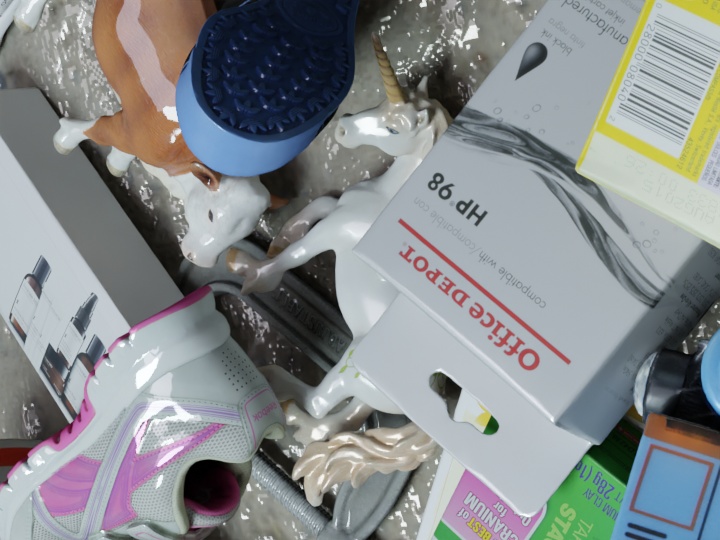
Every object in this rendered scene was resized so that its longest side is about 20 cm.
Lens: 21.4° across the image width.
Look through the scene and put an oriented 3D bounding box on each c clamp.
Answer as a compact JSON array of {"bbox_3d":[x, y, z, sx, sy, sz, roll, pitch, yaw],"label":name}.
[{"bbox_3d":[-0.043,0.086,0.983,0.200,0.027,0.171,44,125,23],"label":"c clamp"}]

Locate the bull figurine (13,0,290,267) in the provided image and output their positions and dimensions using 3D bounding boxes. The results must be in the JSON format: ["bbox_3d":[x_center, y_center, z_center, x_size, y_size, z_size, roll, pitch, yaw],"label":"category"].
[{"bbox_3d":[-0.106,-0.100,0.957,0.121,0.065,0.202,-8,96,38],"label":"bull figurine"}]

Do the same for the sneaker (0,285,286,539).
[{"bbox_3d":[-0.106,0.100,0.909,0.088,0.081,0.200,48,131,9],"label":"sneaker"}]

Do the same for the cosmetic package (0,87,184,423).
[{"bbox_3d":[-0.161,-0.002,1.024,0.200,0.050,0.083,52,127,28],"label":"cosmetic package"}]

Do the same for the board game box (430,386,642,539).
[{"bbox_3d":[0.092,0.166,0.829,0.153,0.040,0.201,38,124,24],"label":"board game box"}]

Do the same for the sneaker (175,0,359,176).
[{"bbox_3d":[-0.044,-0.082,0.840,0.070,0.200,0.078,27,122,-4],"label":"sneaker"}]

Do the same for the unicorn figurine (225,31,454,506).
[{"bbox_3d":[0.000,0.000,0.897,0.137,0.074,0.201,-16,94,33],"label":"unicorn figurine"}]

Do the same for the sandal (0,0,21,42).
[{"bbox_3d":[-0.218,-0.167,1.038,0.079,0.059,0.207,46,127,20],"label":"sandal"}]

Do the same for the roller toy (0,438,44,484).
[{"bbox_3d":[-0.186,0.197,1.029,0.181,0.200,0.140,25,120,10],"label":"roller toy"}]

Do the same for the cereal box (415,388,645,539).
[{"bbox_3d":[0.096,0.128,0.869,0.143,0.039,0.201,32,121,29],"label":"cereal box"}]

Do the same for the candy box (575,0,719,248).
[{"bbox_3d":[0.157,-0.105,0.668,0.102,0.026,0.201,31,108,28],"label":"candy box"}]

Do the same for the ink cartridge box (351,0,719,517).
[{"bbox_3d":[0.082,-0.013,0.762,0.116,0.067,0.200,40,94,24],"label":"ink cartridge box"}]

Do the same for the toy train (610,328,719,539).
[{"bbox_3d":[0.191,0.092,0.707,0.199,0.087,0.115,16,77,16],"label":"toy train"}]
